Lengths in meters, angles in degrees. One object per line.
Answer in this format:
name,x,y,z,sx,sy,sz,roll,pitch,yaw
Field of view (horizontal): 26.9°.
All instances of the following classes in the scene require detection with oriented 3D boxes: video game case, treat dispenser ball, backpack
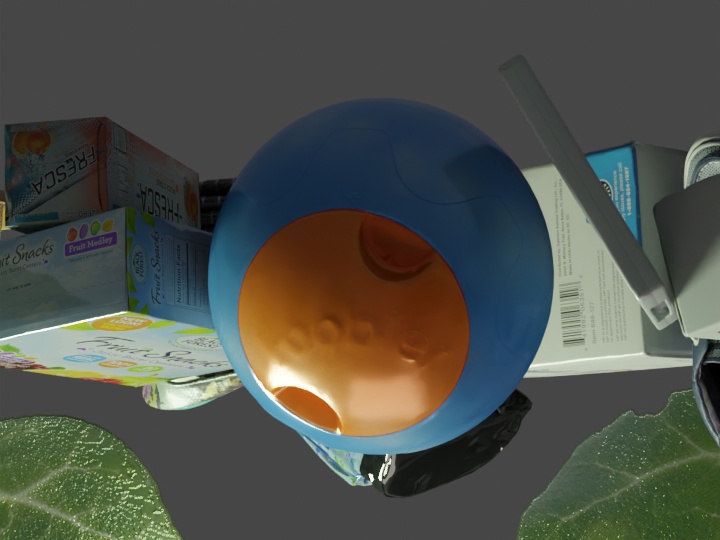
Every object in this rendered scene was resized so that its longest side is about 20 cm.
video game case,0.135,-0.038,0.861,0.017,0.144,0.200,-32,167,8
treat dispenser ball,0.012,0.003,0.866,0.198,0.204,0.201,-2,173,0
backpack,0.011,0.094,1.227,0.162,0.200,0.155,-12,141,-42

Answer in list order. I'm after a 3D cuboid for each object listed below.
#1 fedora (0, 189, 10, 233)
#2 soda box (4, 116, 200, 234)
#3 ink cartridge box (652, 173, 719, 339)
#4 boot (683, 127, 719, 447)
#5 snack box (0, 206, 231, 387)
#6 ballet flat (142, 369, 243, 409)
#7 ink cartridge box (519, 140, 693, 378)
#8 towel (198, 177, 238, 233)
fedora,-0.333,-0.013,1.105,0.198,0.083,0.201,-2,174,0
soda box,-0.162,-0.047,0.978,0.067,0.065,0.200,-4,172,10
ink cartridge box,0.285,-0.015,0.873,0.198,0.084,0.146,7,156,-44
boot,0.247,0.014,0.989,0.072,0.202,0.090,-5,-156,35
snack box,-0.146,0.023,0.956,0.167,0.069,0.199,-12,166,29
ballet flat,-0.100,0.058,1.152,0.198,0.070,0.071,-13,149,28
ink cartridge box,0.171,0.001,1.123,0.143,0.149,0.199,4,171,-42
towel,-0.097,-0.014,1.148,0.197,0.087,0.166,-5,169,10
